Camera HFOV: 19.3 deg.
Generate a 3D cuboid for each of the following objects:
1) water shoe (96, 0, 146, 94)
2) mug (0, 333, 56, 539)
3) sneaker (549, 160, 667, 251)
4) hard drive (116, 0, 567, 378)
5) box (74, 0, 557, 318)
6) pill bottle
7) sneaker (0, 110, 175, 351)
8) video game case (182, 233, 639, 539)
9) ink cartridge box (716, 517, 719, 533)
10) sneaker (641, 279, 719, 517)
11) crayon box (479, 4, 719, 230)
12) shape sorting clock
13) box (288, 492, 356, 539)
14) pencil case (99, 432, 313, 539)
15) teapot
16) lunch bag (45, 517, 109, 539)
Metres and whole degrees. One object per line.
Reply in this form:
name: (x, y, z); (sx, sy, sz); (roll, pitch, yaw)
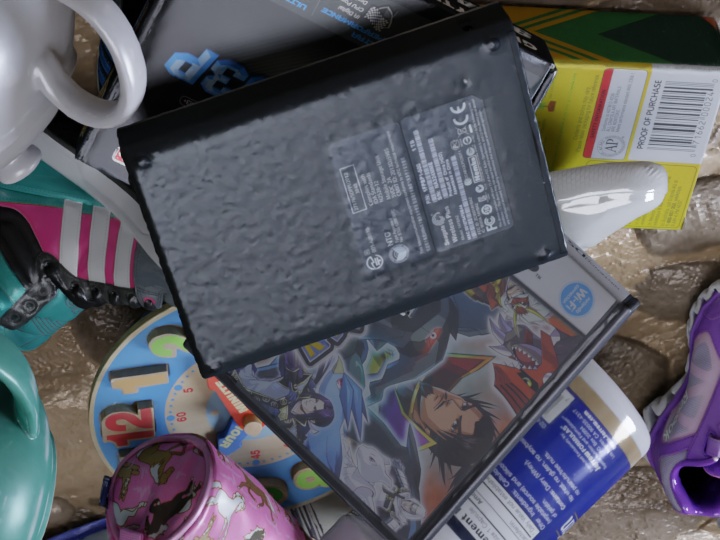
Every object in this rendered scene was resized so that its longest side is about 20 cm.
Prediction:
water shoe: (-0.113, -0.110, 1.159); (0.071, 0.079, 0.201); (-3, 135, -1)
mug: (-0.236, 0.119, 1.208); (0.114, 0.153, 0.185); (15, 165, -25)
sneaker: (0.085, -0.003, 1.192); (0.199, 0.089, 0.075); (-17, 173, 21)
hard drive: (-0.007, -0.037, 1.054); (0.199, 0.033, 0.140); (-19, 121, -3)
box: (-0.024, -0.088, 1.085); (0.199, 0.046, 0.159); (26, 110, -15)
pill bottle: (0.077, 0.136, 1.340); (0.200, 0.116, 0.116); (-43, 130, -6)
sneaker: (-0.145, 0.005, 1.182); (0.200, 0.084, 0.121); (40, 111, 15)
video game case: (0.024, 0.030, 1.173); (0.181, 0.025, 0.200); (43, 111, 8)
ink cartridge box: (0.344, 0.142, 1.440); (0.143, 0.084, 0.201); (3, 136, -12)
sneaker: (0.242, 0.087, 1.379); (0.080, 0.089, 0.201); (9, 132, -12)
crayon box: (0.100, -0.088, 1.219); (0.199, 0.051, 0.127); (2, 135, -8)
shape sorting clock: (-0.066, 0.083, 1.290); (0.199, 0.039, 0.201); (-4, 133, -4)
box: (-0.050, 0.109, 1.389); (0.199, 0.069, 0.082); (31, 123, -30)
pencil case: (-0.080, 0.177, 1.306); (0.086, 0.083, 0.200); (-24, 141, 15)
teapot: (-0.211, -0.104, 1.067); (0.197, 0.200, 0.146); (-37, 112, 6)
lunch bag: (-0.121, 0.253, 1.498); (0.199, 0.128, 0.171); (-23, 131, 0)
